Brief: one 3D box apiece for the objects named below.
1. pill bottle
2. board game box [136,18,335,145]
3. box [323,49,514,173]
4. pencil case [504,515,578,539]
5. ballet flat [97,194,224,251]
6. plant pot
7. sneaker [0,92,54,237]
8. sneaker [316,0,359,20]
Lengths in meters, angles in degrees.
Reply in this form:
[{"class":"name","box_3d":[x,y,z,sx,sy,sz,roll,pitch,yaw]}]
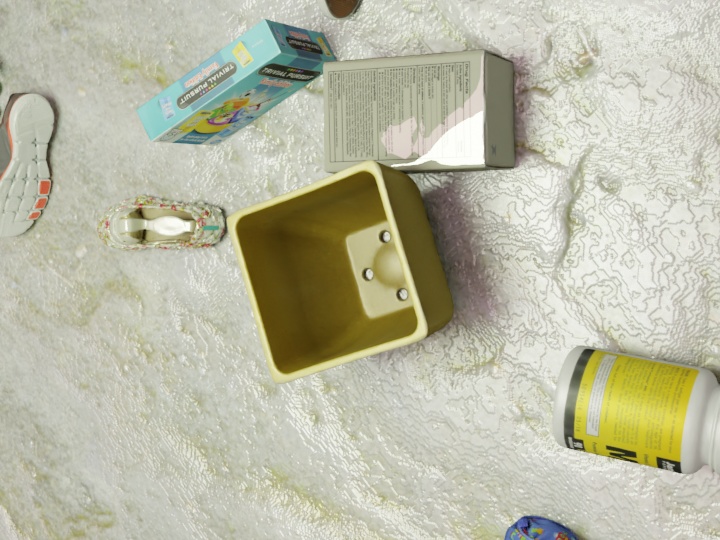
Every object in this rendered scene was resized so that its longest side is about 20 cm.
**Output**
[{"class":"pill bottle","box_3d":[0.313,0.151,1.377,0.198,0.114,0.115,10,97,25]},{"class":"board game box","box_3d":[-0.145,-0.219,1.551,0.199,0.151,0.047,-30,81,23]},{"class":"box","box_3d":[0.067,-0.175,1.478,0.198,0.109,0.129,0,92,25]},{"class":"pencil case","box_3d":[0.176,0.376,1.471,0.086,0.078,0.202,20,101,-1]},{"class":"ballet flat","box_3d":[-0.267,-0.060,1.664,0.198,0.064,0.076,-3,92,25]},{"class":"plant pot","box_3d":[0.000,0.000,1.468,0.194,0.200,0.196,-19,85,23]},{"class":"sneaker","box_3d":[-0.465,-0.146,1.761,0.082,0.077,0.202,28,104,49]},{"class":"sneaker","box_3d":[-0.044,-0.399,1.553,0.084,0.072,0.202,8,106,58]}]
